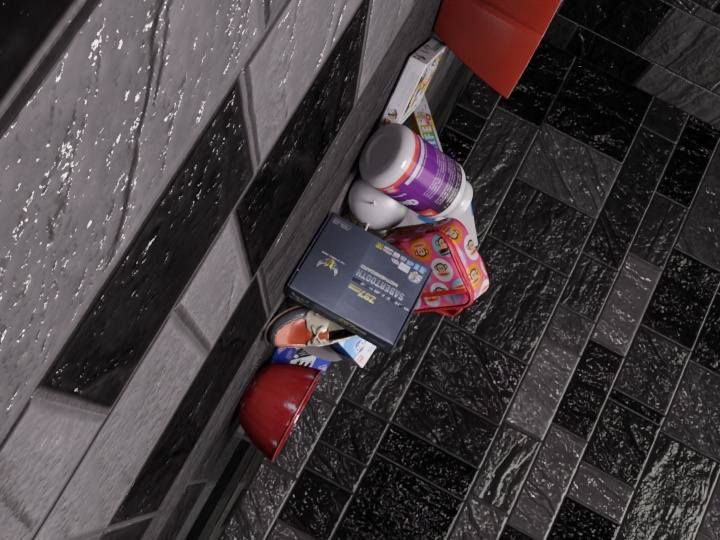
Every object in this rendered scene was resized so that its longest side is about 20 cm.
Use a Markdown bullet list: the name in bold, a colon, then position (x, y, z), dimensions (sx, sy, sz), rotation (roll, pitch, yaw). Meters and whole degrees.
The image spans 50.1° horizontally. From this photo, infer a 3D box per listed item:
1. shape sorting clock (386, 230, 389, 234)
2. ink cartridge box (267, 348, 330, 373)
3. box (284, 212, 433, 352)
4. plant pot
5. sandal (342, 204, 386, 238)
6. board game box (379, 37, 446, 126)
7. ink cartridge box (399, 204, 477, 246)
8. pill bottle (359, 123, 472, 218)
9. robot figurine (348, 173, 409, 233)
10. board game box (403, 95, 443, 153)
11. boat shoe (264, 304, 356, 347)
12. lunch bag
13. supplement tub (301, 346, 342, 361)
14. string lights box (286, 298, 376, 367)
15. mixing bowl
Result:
- **shape sorting clock**: position (0.036, -0.035, 1.649), dimensions (0.039, 0.200, 0.200), rotation (-19, 149, -36)
- **ink cartridge box**: position (-0.120, 0.184, 1.649), dimensions (0.094, 0.044, 0.200), rotation (-61, 158, 14)
- **box**: position (-0.002, 0.018, 1.269), dimensions (0.158, 0.200, 0.051), rotation (-60, 180, -24)
- **plant pot**: position (0.239, -0.454, 1.315), dimensions (0.200, 0.176, 0.200), rotation (-62, 177, -18)
- **sandal**: position (0.025, -0.058, 1.528), dimensions (0.080, 0.200, 0.054), rotation (-38, -148, 3)
- **board game box**: position (0.094, -0.328, 1.343), dimensions (0.126, 0.035, 0.200), rotation (-63, 177, 30)
- **ink cartridge box**: position (0.125, -0.103, 1.678), dimensions (0.145, 0.200, 0.147), rotation (-24, 107, -47)
- **pill bottle**: position (0.100, -0.159, 1.304), dimensions (0.112, 0.200, 0.113), rotation (-24, -126, 38)
- **robot figurine**: position (0.048, -0.151, 1.420), dimensions (0.200, 0.113, 0.170), rotation (-60, 156, -44)
- **board game box**: position (0.117, -0.229, 1.516), dimensions (0.134, 0.034, 0.200), rotation (112, -33, -61)
- **boat shoe**: position (-0.063, 0.096, 1.306), dimensions (0.200, 0.063, 0.071), rotation (-10, 120, -30)
- **lunch bag**: position (0.125, 0.004, 1.369), dimensions (0.200, 0.176, 0.082), rotation (-10, -158, 48)
- **supplement tub**: position (-0.043, 0.069, 1.565), dimensions (0.200, 0.145, 0.145), rotation (-60, 177, -35)
- **string lights box**: position (-0.037, 0.080, 1.411), dimensions (0.103, 0.059, 0.200), rotation (-56, 133, -18)
- **mixing bowl**: position (-0.167, 0.255, 1.487), dimensions (0.200, 0.108, 0.200), rotation (-61, 176, -7)
